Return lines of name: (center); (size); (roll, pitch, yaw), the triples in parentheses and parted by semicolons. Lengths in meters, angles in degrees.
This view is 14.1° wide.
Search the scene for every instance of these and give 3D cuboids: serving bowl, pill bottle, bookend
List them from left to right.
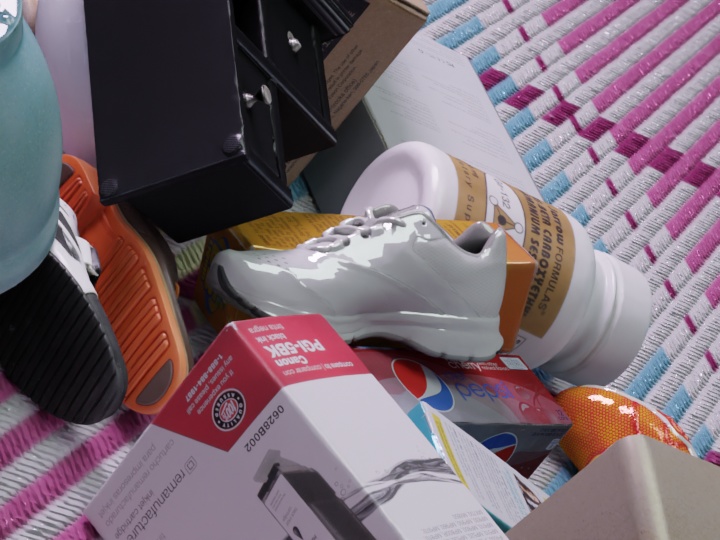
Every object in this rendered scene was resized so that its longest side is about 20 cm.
serving bowl: (-0.145, -0.124, 1.789); (0.200, 0.066, 0.201); (-9, 90, -66)
bookend: (-0.074, -0.098, 1.704); (0.199, 0.092, 0.201); (45, 33, -55)
pill bottle: (0.090, 0.003, 1.915); (0.200, 0.114, 0.114); (25, 28, -30)

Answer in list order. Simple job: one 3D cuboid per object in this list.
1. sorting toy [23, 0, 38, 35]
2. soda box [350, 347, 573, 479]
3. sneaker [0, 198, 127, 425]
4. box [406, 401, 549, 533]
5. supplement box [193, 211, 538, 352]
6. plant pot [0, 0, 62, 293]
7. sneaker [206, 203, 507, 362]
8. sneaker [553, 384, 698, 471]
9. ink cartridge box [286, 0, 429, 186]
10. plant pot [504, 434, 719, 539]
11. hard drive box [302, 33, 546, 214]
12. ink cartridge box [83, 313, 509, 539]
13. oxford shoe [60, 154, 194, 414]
sorting toy: (-0.203, -0.207, 1.880); (0.185, 0.036, 0.200); (24, 41, -62)
soda box: (0.036, 0.092, 1.736); (0.200, 0.070, 0.063); (6, 40, -51)
sneaker: (-0.171, 0.001, 1.593); (0.088, 0.074, 0.200); (0, 45, -52)
box: (0.090, 0.160, 1.669); (0.200, 0.049, 0.082); (38, 18, -36)
supplement box: (0.003, 0.006, 1.768); (0.199, 0.067, 0.069); (3, 26, -29)
plant pot: (-0.243, -0.093, 1.500); (0.200, 0.134, 0.201); (10, 38, -8)
sneaker: (0.000, 0.000, 1.691); (0.200, 0.087, 0.074); (6, 11, -35)
sneaker: (0.186, 0.149, 1.858); (0.077, 0.073, 0.200); (-11, 51, -48)
ink cartridge box: (-0.047, -0.179, 1.974); (0.075, 0.165, 0.200); (26, 27, -28)
plant pot: (0.165, 0.237, 1.543); (0.200, 0.200, 0.177); (24, 39, -32)
hard drive box: (0.029, -0.091, 2.039); (0.156, 0.077, 0.200); (21, 29, -34)
ink cartridge box: (-0.024, 0.143, 1.467); (0.200, 0.147, 0.083); (49, 27, 23)
oxford shoe: (-0.125, 0.011, 1.652); (0.073, 0.071, 0.200); (25, 27, -41)
